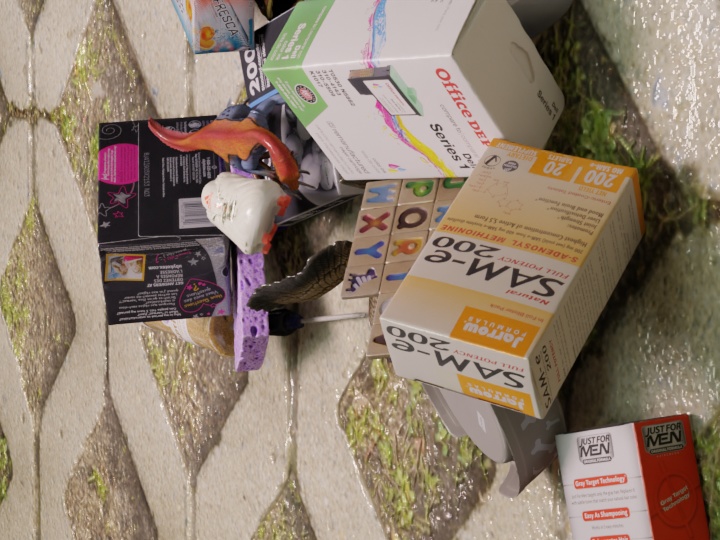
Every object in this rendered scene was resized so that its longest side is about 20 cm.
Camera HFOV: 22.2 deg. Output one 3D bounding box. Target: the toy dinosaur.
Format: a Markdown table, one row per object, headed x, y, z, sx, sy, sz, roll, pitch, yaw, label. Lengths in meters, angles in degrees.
| x | y | z | sx | sy | sz | roll | pitch | yaw | label |
| --- | --- | --- | --- | --- | --- | --- | --- | --- | --- |
| -0.108 | -0.109 | 1.720 | 0.181 | 0.199 | 0.105 | -68 | -32 | -83 | toy dinosaur |

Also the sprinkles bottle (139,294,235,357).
| x | y | z | sx | sy | sz | roll | pitch | yaw | label |
| --- | --- | --- | --- | --- | --- | --- | --- | --- | --- |
| -0.185 | 0.044 | 2.009 | 0.200 | 0.068 | 0.069 | 15 | 107 | 55 | sprinkles bottle |

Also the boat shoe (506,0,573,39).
| x | y | z | sx | sy | sz | roll | pitch | yaw | label |
| --- | --- | --- | --- | --- | --- | --- | --- | --- | --- |
| 0.109 | -0.214 | 1.526 | 0.200 | 0.070 | 0.066 | -44 | 59 | 59 | boat shoe |

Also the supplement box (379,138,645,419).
| x | y | z | sx | sy | sz | roll | pitch | yaw | label |
| --- | --- | --- | --- | --- | --- | --- | --- | --- | --- |
| 0.118 | 0.001 | 1.380 | 0.126 | 0.200 | 0.074 | 14 | 144 | 27 | supplement box |

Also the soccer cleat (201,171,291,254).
| x | y | z | sx | sy | sz | roll | pitch | yaw | label |
| --- | --- | --- | --- | --- | --- | --- | --- | --- | --- |
| -0.110 | -0.056 | 1.676 | 0.200 | 0.077 | 0.070 | -148 | 82 | -86 | soccer cleat |

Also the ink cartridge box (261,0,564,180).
| x | y | z | sx | sy | sz | roll | pitch | yaw | label |
| --- | --- | --- | --- | --- | --- | --- | --- | --- | --- |
| 0.044 | -0.151 | 1.500 | 0.199 | 0.145 | 0.084 | 1 | 52 | 39 | ink cartridge box |

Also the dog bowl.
| x | y | z | sx | sy | sz | roll | pitch | yaw | label |
| --- | --- | --- | --- | --- | --- | --- | --- | --- | --- |
| 0.099 | 0.087 | 1.509 | 0.200 | 0.059 | 0.200 | 57 | 169 | 18 | dog bowl |

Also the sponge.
| x | y | z | sx | sy | sz | roll | pitch | yaw | label |
| --- | --- | --- | --- | --- | --- | --- | --- | --- | --- |
| -0.116 | -0.009 | 1.865 | 0.112 | 0.030 | 0.201 | 108 | 158 | -69 | sponge |

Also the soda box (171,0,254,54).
| x | y | z | sx | sy | sz | roll | pitch | yaw | label |
| --- | --- | --- | --- | --- | --- | --- | --- | --- | --- |
| -0.158 | -0.292 | 1.873 | 0.200 | 0.063 | 0.069 | -115 | 23 | -54 | soda box |

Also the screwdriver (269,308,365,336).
| x | y | z | sx | sy | sz | roll | pitch | yaw | label |
| --- | --- | --- | --- | --- | --- | --- | --- | --- | --- |
| -0.053 | 0.050 | 1.835 | 0.200 | 0.029 | 0.028 | -8 | 87 | 62 | screwdriver |

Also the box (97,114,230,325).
| x | y | z | sx | sy | sz | roll | pitch | yaw | label |
| --- | --- | --- | --- | --- | --- | --- | --- | --- | --- |
| -0.200 | -0.053 | 1.885 | 0.200 | 0.132 | 0.115 | -98 | 6 | -47 | box |

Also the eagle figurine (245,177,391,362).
| x | y | z | sx | sy | sz | roll | pitch | yaw | label |
| --- | --- | --- | --- | --- | --- | --- | --- | --- | --- |
| 0.004 | -0.001 | 1.664 | 0.152 | 0.151 | 0.200 | 43 | 118 | 33 | eagle figurine |

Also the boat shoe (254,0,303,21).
| x | y | z | sx | sy | sz | roll | pitch | yaw | label |
| --- | --- | --- | --- | --- | --- | --- | --- | --- | --- |
| -0.050 | -0.299 | 1.759 | 0.200 | 0.072 | 0.068 | 146 | 114 | -66 | boat shoe |

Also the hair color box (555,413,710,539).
| x | y | z | sx | sy | sz | roll | pitch | yaw | label |
| --- | --- | --- | --- | --- | --- | --- | --- | --- | --- |
| 0.217 | 0.217 | 1.412 | 0.101 | 0.061 | 0.201 | -17 | 81 | 57 | hair color box |

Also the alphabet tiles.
| x | y | z | sx | sy | sz | roll | pitch | yaw | label |
| --- | --- | --- | --- | --- | --- | --- | --- | --- | --- |
| 0.067 | -0.009 | 1.475 | 0.200 | 0.167 | 0.008 | -77 | -27 | -42 | alphabet tiles |

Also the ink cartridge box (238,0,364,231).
| x | y | z | sx | sy | sz | roll | pitch | yaw | label |
| --- | --- | --- | --- | --- | --- | --- | --- | --- | --- |
| -0.071 | -0.149 | 1.830 | 0.200 | 0.043 | 0.199 | -21 | 77 | 57 | ink cartridge box |
